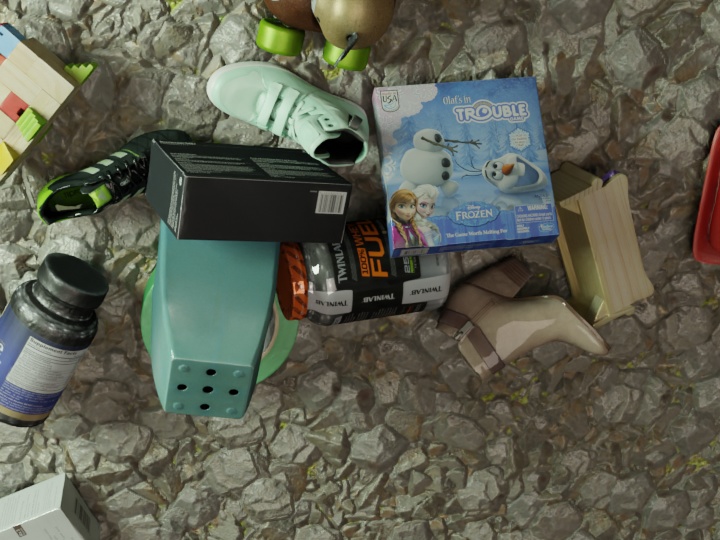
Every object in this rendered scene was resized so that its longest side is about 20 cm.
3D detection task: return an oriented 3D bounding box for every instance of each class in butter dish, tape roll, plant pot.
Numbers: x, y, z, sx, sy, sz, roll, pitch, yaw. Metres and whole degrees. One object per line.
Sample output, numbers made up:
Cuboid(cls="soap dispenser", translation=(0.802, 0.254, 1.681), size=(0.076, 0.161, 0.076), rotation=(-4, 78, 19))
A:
Cuboid(cls="butter dish", translation=(0.546, -0.076, 1.384), size=(0.197, 0.148, 0.202), rotation=(0, 115, -8))
Cuboid(cls="tape roll", translation=(-0.179, 0.058, 1.393), size=(0.198, 0.048, 0.202), rotation=(-4, 115, -8))
Cuboid(cls="plant pot", translation=(-0.167, 0.061, 1.240), size=(0.140, 0.201, 0.142), rotation=(6, 132, -11))

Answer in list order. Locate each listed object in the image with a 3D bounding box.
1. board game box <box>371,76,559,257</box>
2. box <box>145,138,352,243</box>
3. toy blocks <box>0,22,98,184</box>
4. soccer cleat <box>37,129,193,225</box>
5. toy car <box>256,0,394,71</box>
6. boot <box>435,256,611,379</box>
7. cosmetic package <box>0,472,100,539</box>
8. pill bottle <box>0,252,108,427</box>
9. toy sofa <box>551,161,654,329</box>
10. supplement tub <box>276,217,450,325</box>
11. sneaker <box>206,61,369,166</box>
Cuboid(cls="board game box", translation=(0.123, -0.125, 1.295), size=(0.198, 0.043, 0.201), rotation=(-5, 76, -6))
Cuboid(cls="box", translation=(-0.130, -0.091, 1.251), size=(0.198, 0.141, 0.080), rotation=(1, 114, -26))
Cuboid(cls="toy blocks", translation=(-0.412, -0.198, 1.224), size=(0.137, 0.100, 0.200), rotation=(41, 104, -11))
Cuboid(cls="soccer cleat", translation=(-0.286, -0.104, 1.283), size=(0.199, 0.081, 0.068), rotation=(-23, 116, 3))
Cuboid(cls="toy car", translation=(-0.027, -0.290, 1.170), size=(0.156, 0.200, 0.166), rotation=(10, 113, -13))
Cuboid(cls="boot", translation=(0.202, 0.083, 1.410), size=(0.146, 0.070, 0.200), rotation=(-45, 71, -5))
Cuboid(cls="cosmetic package", translation=(-0.465, 0.369, 1.475), size=(0.199, 0.081, 0.113), rotation=(-24, 118, 2))
Cuboid(cls="pill bottle", translation=(-0.391, 0.083, 1.337), size=(0.111, 0.112, 0.201), rotation=(27, 108, -19))
Cuboid(cls="toy sofa", translation=(0.297, -0.037, 1.400), size=(0.097, 0.083, 0.201), rotation=(-27, 116, -10))
Cuboid(cls="supplement tub", translation=(0.000, 0.000, 1.334), size=(0.198, 0.123, 0.124), rotation=(-8, 116, -18))
Cuboid(cls="sneaker", translation=(-0.079, -0.180, 1.259), size=(0.199, 0.118, 0.074), rotation=(15, 114, -13))
